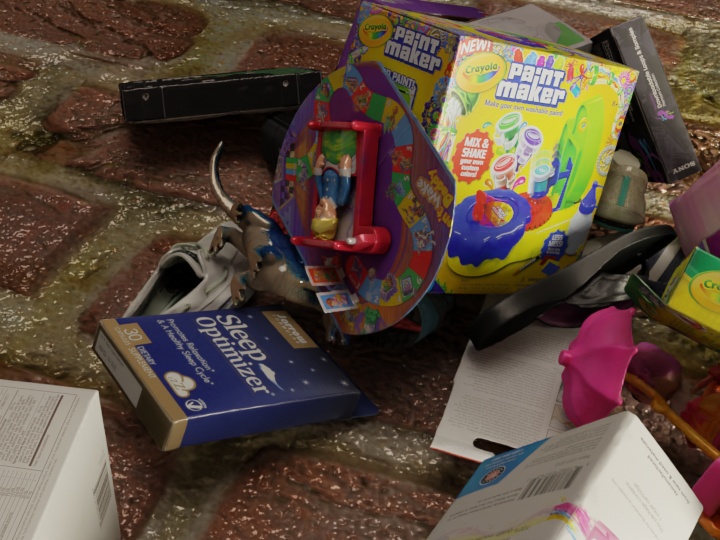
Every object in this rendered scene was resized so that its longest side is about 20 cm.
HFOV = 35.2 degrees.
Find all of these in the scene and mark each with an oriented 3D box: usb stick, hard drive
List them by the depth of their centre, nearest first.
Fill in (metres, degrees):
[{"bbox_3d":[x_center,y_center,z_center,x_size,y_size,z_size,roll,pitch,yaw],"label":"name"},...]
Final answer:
[{"bbox_3d":[-0.055,-0.106,1.064,0.032,0.056,0.200,-2,18,-21],"label":"usb stick"},{"bbox_3d":[-0.146,-0.182,1.169,0.198,0.038,0.140,-9,14,-12],"label":"hard drive"}]

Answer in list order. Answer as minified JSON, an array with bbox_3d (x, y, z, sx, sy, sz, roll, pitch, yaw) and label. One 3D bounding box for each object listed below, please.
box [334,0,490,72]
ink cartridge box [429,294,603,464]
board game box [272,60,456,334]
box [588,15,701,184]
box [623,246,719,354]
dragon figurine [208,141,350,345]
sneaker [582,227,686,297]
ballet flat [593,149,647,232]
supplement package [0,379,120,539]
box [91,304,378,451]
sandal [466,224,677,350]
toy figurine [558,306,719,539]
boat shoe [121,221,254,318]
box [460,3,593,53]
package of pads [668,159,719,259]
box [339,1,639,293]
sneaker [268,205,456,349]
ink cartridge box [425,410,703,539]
[{"bbox_3d":[0.049,-0.190,1.100,0.039,0.138,0.199,35,26,27],"label":"box"},{"bbox_3d":[0.129,0.095,0.885,0.108,0.051,0.200,15,42,13],"label":"ink cartridge box"},{"bbox_3d":[-0.015,-0.056,0.826,0.039,0.158,0.201,1,50,-43],"label":"board game box"},{"bbox_3d":[0.249,-0.152,1.049,0.036,0.144,0.200,-22,5,4],"label":"box"},{"bbox_3d":[0.272,0.043,0.753,0.199,0.117,0.049,26,88,11],"label":"box"},{"bbox_3d":[-0.065,-0.018,0.935,0.099,0.059,0.200,7,39,-38],"label":"dragon figurine"},{"bbox_3d":[0.260,0.013,0.981,0.198,0.075,0.085,-9,71,6],"label":"sneaker"},{"bbox_3d":[0.232,-0.078,1.025,0.067,0.063,0.200,12,12,2],"label":"ballet flat"},{"bbox_3d":[-0.270,0.165,0.697,0.198,0.153,0.151,6,39,4],"label":"supplement package"},{"bbox_3d":[-0.087,0.074,0.860,0.199,0.033,0.121,-2,35,-41],"label":"box"},{"bbox_3d":[0.173,0.023,0.893,0.200,0.075,0.048,-26,72,-22],"label":"sandal"},{"bbox_3d":[0.231,0.097,0.800,0.184,0.151,0.199,42,30,24],"label":"toy figurine"},{"bbox_3d":[-0.136,0.010,0.946,0.073,0.067,0.201,-2,38,20],"label":"boat shoe"},{"bbox_3d":[0.101,-0.132,1.056,0.199,0.177,0.097,-20,44,-26],"label":"box"},{"bbox_3d":[0.319,0.005,0.885,0.075,0.121,0.201,-10,72,-12],"label":"package of pads"},{"bbox_3d":[0.087,-0.092,0.899,0.199,0.194,0.122,0,21,-39],"label":"box"},{"bbox_3d":[0.000,0.000,0.989,0.200,0.080,0.095,38,33,30],"label":"sneaker"},{"bbox_3d":[0.096,0.192,0.684,0.085,0.144,0.200,52,48,-6],"label":"ink cartridge box"}]
